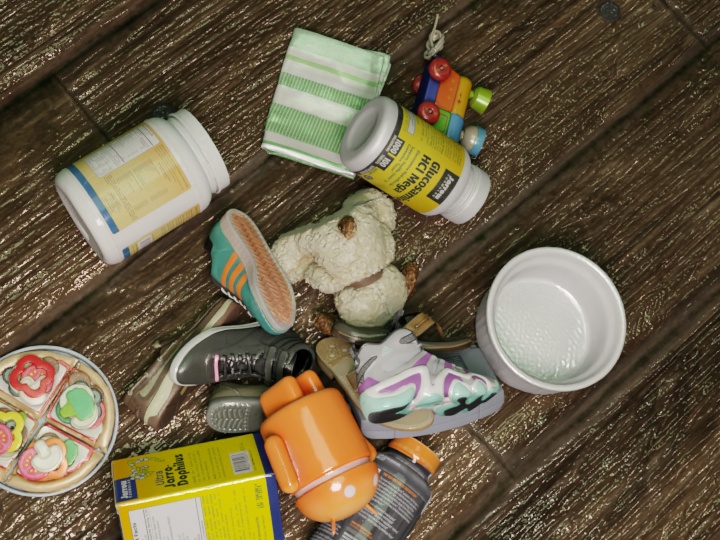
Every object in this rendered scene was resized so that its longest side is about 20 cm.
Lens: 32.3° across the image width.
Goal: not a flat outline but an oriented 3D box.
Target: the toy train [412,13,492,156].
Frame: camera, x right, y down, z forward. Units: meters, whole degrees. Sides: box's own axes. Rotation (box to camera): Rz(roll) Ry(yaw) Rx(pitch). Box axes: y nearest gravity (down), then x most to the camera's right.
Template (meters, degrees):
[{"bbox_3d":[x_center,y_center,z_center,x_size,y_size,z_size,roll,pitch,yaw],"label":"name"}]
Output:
[{"bbox_3d":[0.141,-0.270,1.814,0.116,0.085,0.200,20,73,-13],"label":"toy train"}]

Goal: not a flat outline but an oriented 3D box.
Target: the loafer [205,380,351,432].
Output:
[{"bbox_3d":[-0.109,0.175,1.656,0.200,0.075,0.070,8,35,-20],"label":"loafer"}]

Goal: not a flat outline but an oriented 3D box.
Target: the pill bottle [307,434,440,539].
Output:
[{"bbox_3d":[0.023,0.311,1.624,0.106,0.106,0.200,36,73,2],"label":"pill bottle"}]

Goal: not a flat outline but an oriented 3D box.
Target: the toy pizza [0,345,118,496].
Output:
[{"bbox_3d":[-0.419,0.195,1.631,0.200,0.032,0.201,2,75,-8],"label":"toy pizza"}]

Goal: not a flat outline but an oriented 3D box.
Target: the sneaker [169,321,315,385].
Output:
[{"bbox_3d":[-0.145,0.118,1.620,0.200,0.099,0.071,-15,120,-38],"label":"sneaker"}]

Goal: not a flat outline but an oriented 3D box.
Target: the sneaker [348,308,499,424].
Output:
[{"bbox_3d":[0.078,0.113,1.583,0.200,0.078,0.140,-1,61,-32],"label":"sneaker"}]

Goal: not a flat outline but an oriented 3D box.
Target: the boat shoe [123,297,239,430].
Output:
[{"bbox_3d":[-0.243,0.110,1.659,0.075,0.075,0.202,29,68,14],"label":"boat shoe"}]

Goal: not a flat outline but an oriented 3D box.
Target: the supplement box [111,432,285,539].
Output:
[{"bbox_3d":[-0.206,0.294,1.575,0.200,0.110,0.109,-9,114,-11],"label":"supplement box"}]

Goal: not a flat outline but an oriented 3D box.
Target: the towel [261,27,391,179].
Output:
[{"bbox_3d":[-0.050,-0.244,1.806,0.152,0.023,0.200,17,74,-3],"label":"towel"}]

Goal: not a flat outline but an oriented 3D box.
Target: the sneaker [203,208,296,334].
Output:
[{"bbox_3d":[-0.153,0.015,1.679,0.071,0.080,0.200,11,43,-46],"label":"sneaker"}]

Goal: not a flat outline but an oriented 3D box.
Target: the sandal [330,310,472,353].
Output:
[{"bbox_3d":[0.058,0.079,1.663,0.200,0.082,0.055,9,90,-13],"label":"sandal"}]

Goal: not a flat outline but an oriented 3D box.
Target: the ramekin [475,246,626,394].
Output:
[{"bbox_3d":[0.256,0.076,1.719,0.200,0.098,0.201,3,74,-12],"label":"ramekin"}]

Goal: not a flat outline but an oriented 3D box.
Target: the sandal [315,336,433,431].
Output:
[{"bbox_3d":[0.012,0.131,1.632,0.078,0.070,0.212,-26,42,-30],"label":"sandal"}]

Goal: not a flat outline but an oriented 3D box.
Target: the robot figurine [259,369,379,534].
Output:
[{"bbox_3d":[-0.049,0.226,1.552,0.116,0.144,0.200,-27,76,0],"label":"robot figurine"}]

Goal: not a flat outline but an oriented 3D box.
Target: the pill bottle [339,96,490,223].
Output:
[{"bbox_3d":[0.079,-0.147,1.726,0.200,0.112,0.113,29,71,-26],"label":"pill bottle"}]

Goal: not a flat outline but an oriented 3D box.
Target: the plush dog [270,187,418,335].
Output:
[{"bbox_3d":[0.000,0.000,1.697,0.200,0.160,0.172,-31,105,-15],"label":"plush dog"}]

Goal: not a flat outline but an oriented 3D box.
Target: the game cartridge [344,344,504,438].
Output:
[{"bbox_3d":[0.084,0.164,1.671,0.200,0.041,0.133,-11,33,-11],"label":"game cartridge"}]

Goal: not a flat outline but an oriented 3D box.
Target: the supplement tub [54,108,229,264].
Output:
[{"bbox_3d":[-0.292,-0.115,1.673,0.200,0.145,0.145,-33,82,-15],"label":"supplement tub"}]
